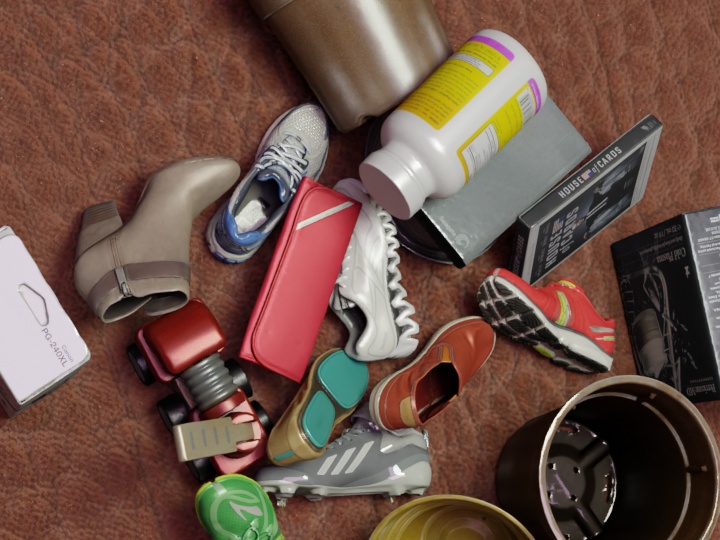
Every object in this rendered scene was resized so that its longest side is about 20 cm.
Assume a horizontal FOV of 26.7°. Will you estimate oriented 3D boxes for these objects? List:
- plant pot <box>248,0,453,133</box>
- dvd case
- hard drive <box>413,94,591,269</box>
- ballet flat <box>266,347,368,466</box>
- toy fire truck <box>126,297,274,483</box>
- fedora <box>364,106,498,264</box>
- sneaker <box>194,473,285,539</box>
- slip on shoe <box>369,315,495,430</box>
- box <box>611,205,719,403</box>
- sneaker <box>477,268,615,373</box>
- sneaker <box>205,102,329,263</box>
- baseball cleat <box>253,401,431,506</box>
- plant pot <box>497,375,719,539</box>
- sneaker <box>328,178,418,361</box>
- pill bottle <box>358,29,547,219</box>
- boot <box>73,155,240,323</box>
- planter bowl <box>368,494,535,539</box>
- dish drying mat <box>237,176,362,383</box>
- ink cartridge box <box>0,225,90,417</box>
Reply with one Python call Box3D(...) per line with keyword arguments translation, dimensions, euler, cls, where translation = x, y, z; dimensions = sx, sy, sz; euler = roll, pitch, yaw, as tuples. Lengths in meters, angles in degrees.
Box3D(translation=(-0.004, -0.268, 1.616), dimensions=(0.199, 0.200, 0.200), euler=(-32, 97, -17), cls="plant pot")
Box3D(translation=(0.246, -0.071, 1.672), dimensions=(0.199, 0.151, 0.025), euler=(-38, 67, -18), cls="dvd case")
Box3D(translation=(0.131, -0.117, 1.608), dimensions=(0.200, 0.033, 0.140), euler=(-41, 91, -19), cls="hard drive")
Box3D(translation=(-0.049, 0.139, 1.568), dimensions=(0.063, 0.200, 0.069), euler=(-32, 97, 25), cls="ballet flat")
Box3D(translation=(-0.159, 0.123, 1.499), dimensions=(0.128, 0.200, 0.178), euler=(-29, 90, -18), cls="toy fire truck")
Box3D(translation=(0.098, -0.112, 1.664), dimensions=(0.174, 0.090, 0.203), euler=(0, 81, -15), cls="fedora")
Box3D(translation=(-0.098, 0.287, 1.521), dimensions=(0.074, 0.083, 0.202), euler=(-32, 114, -11), cls="sneaker")
Box3D(translation=(0.090, 0.111, 1.615), dimensions=(0.199, 0.061, 0.075), euler=(-34, 117, -44), cls="slip on shoe")
Box3D(translation=(0.383, 0.040, 1.662), dimensions=(0.122, 0.200, 0.199), euler=(-11, 84, -15), cls="box")
Box3D(translation=(0.206, 0.042, 1.673), dimensions=(0.199, 0.077, 0.086), euler=(33, 62, -32), cls="sneaker")
Box3D(translation=(-0.086, -0.097, 1.614), dimensions=(0.077, 0.085, 0.201), euler=(33, 74, -8), cls="sneaker")
Box3D(translation=(-0.021, 0.193, 1.604), dimensions=(0.197, 0.070, 0.108), euler=(4, 74, -25), cls="baseball cleat")
Box3D(translation=(0.244, 0.218, 1.588), dimensions=(0.197, 0.198, 0.203), euler=(2, 82, -15), cls="plant pot")
Box3D(translation=(0.000, 0.000, 1.622), dimensions=(0.080, 0.075, 0.203), euler=(-13, 84, -29), cls="sneaker")
Box3D(translation=(0.090, -0.144, 1.531), dimensions=(0.200, 0.104, 0.104), euler=(-44, 94, -19), cls="pill bottle")
Box3D(translation=(-0.199, -0.027, 1.549), dimensions=(0.198, 0.071, 0.147), euler=(-23, 52, -1), cls="boot")
Box3D(translation=(0.105, 0.306, 1.585), dimensions=(0.197, 0.084, 0.203), euler=(4, 110, 11), cls="planter bowl")
Box3D(translation=(-0.061, 0.009, 1.574), dimensions=(0.076, 0.018, 0.202), euler=(24, 77, -24), cls="dish drying mat")
Box3D(translation=(-0.338, 0.055, 1.460), dimensions=(0.083, 0.200, 0.146), euler=(-33, 91, -18), cls="ink cartridge box")
